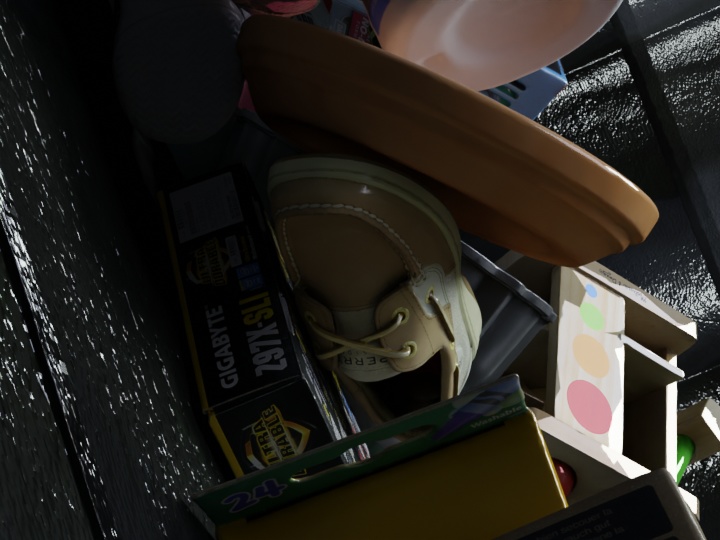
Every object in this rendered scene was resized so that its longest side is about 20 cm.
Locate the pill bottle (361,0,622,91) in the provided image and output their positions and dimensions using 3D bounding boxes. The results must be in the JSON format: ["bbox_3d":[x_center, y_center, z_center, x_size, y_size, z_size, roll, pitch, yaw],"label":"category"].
[{"bbox_3d":[0.030,-0.188,0.864,0.114,0.113,0.201,65,3,-67],"label":"pill bottle"}]

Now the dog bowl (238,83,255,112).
[{"bbox_3d":[-0.006,-0.091,1.275,0.074,0.199,0.201,42,19,-37],"label":"dog bowl"}]

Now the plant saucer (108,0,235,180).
[{"bbox_3d":[-0.104,-0.137,1.095,0.201,0.038,0.203,-20,90,-87],"label":"plant saucer"}]

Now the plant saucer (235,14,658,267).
[{"bbox_3d":[0.032,-0.050,0.874,0.199,0.038,0.200,25,-2,1],"label":"plant saucer"}]

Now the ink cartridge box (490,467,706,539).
[{"bbox_3d":[0.065,0.181,0.727,0.201,0.163,0.075,68,0,-47],"label":"ink cartridge box"}]

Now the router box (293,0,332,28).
[{"bbox_3d":[-0.068,-0.209,1.100,0.179,0.049,0.200,28,-12,22],"label":"router box"}]

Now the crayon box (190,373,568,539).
[{"bbox_3d":[0.022,0.117,0.772,0.200,0.125,0.052,65,6,-63],"label":"crayon box"}]

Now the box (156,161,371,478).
[{"bbox_3d":[-0.028,0.076,0.915,0.160,0.049,0.201,-112,180,-51],"label":"box"}]

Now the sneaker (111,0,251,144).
[{"bbox_3d":[-0.081,-0.161,0.947,0.115,0.074,0.202,-132,-133,-84],"label":"sneaker"}]

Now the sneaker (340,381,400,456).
[{"bbox_3d":[-0.007,0.116,1.091,0.073,0.119,0.200,6,23,-41],"label":"sneaker"}]

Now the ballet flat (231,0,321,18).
[{"bbox_3d":[-0.080,-0.189,0.834,0.200,0.069,0.071,46,-29,-9],"label":"ballet flat"}]

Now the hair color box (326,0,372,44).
[{"bbox_3d":[0.052,-0.132,1.137,0.200,0.060,0.100,-39,149,-48],"label":"hair color box"}]

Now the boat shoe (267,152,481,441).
[{"bbox_3d":[0.010,0.017,0.871,0.200,0.073,0.067,53,41,-57],"label":"boat shoe"}]

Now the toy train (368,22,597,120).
[{"bbox_3d":[0.055,-0.155,0.986,0.086,0.114,0.201,26,33,-31],"label":"toy train"}]

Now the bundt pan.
[{"bbox_3d":[0.000,0.000,1.053,0.201,0.076,0.202,33,0,0],"label":"bundt pan"}]

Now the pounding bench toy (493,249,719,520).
[{"bbox_3d":[0.136,0.109,1.160,0.199,0.124,0.157,29,44,-24],"label":"pounding bench toy"}]
